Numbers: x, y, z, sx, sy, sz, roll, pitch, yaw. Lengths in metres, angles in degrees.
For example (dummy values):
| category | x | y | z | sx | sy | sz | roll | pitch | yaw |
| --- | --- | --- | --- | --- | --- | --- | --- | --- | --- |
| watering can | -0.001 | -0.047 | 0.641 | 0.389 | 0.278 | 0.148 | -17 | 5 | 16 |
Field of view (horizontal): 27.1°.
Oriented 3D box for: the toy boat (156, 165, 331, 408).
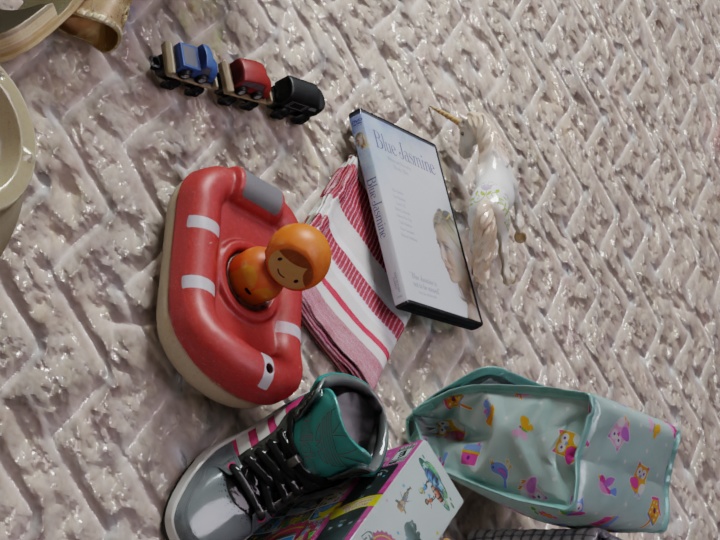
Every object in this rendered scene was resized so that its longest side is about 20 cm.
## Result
| category | x | y | z | sx | sy | sz | roll | pitch | yaw |
| --- | --- | --- | --- | --- | --- | --- | --- | --- | --- |
| toy boat | -0.077 | 0.004 | 1.169 | 0.130 | 0.130 | 0.202 | 28 | 51 | -40 |

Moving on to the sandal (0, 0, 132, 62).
| category | x | y | z | sx | sy | sz | roll | pitch | yaw |
| --- | --- | --- | --- | --- | --- | --- | --- | --- | --- |
| sandal | -0.218 | -0.196 | 1.166 | 0.212 | 0.077 | 0.070 | -51 | 131 | -44 |

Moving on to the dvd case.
| category | x | y | z | sx | sy | sz | roll | pitch | yaw |
| --- | --- | --- | --- | --- | --- | --- | --- | --- | --- |
| dvd case | 0.054 | -0.047 | 1.430 | 0.142 | 0.017 | 0.202 | 17 | 54 | -54 |

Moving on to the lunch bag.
| category | x | y | z | sx | sy | sz | roll | pitch | yaw |
| --- | --- | --- | --- | --- | --- | --- | --- | --- | --- |
| lunch bag | 0.159 | 0.161 | 1.335 | 0.169 | 0.198 | 0.124 | 22 | 77 | -45 |

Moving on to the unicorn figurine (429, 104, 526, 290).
| category | x | y | z | sx | sy | sz | roll | pitch | yaw |
| --- | --- | --- | --- | --- | --- | --- | --- | --- | --- |
| unicorn figurine | 0.129 | -0.075 | 1.501 | 0.201 | 0.073 | 0.139 | -102 | 180 | -62 |

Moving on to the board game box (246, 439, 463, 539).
| category | x | y | z | sx | sy | sz | roll | pitch | yaw |
| --- | --- | --- | --- | --- | --- | --- | --- | --- | --- |
| board game box | -0.031 | 0.218 | 1.100 | 0.065 | 0.147 | 0.200 | 58 | 37 | -12 |

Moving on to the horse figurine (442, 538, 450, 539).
| category | x | y | z | sx | sy | sz | roll | pitch | yaw |
| --- | --- | --- | --- | --- | --- | --- | --- | --- | --- |
| horse figurine | 0.019 | 0.261 | 1.183 | 0.050 | 0.133 | 0.201 | 33 | 52 | -7 |

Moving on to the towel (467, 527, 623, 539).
| category | x | y | z | sx | sy | sz | roll | pitch | yaw |
| --- | --- | --- | --- | --- | --- | --- | --- | --- | --- |
| towel | 0.210 | 0.297 | 1.348 | 0.199 | 0.164 | 0.087 | 29 | 63 | -38 |

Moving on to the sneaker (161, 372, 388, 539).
| category | x | y | z | sx | sy | sz | roll | pitch | yaw |
| --- | --- | --- | --- | --- | --- | --- | --- | --- | --- |
| sneaker | -0.049 | 0.142 | 1.115 | 0.200 | 0.120 | 0.084 | -37 | 94 | -38 |

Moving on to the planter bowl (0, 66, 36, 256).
| category | x | y | z | sx | sy | sz | roll | pitch | yaw |
| --- | --- | --- | --- | --- | --- | --- | --- | --- | --- |
| planter bowl | -0.290 | -0.070 | 0.940 | 0.199 | 0.134 | 0.202 | 27 | 51 | -40 |

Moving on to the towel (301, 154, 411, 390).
| category | x | y | z | sx | sy | sz | roll | pitch | yaw |
| --- | --- | --- | --- | --- | --- | --- | --- | --- | --- |
| towel | 0.000 | 0.000 | 1.360 | 0.145 | 0.023 | 0.201 | 53 | 38 | -20 |

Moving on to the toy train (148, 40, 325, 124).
| category | x | y | z | sx | sy | sz | roll | pitch | yaw |
| --- | --- | --- | --- | --- | --- | --- | --- | --- | --- |
| toy train | -0.102 | -0.162 | 1.297 | 0.199 | 0.046 | 0.035 | 9 | 64 | -49 |
